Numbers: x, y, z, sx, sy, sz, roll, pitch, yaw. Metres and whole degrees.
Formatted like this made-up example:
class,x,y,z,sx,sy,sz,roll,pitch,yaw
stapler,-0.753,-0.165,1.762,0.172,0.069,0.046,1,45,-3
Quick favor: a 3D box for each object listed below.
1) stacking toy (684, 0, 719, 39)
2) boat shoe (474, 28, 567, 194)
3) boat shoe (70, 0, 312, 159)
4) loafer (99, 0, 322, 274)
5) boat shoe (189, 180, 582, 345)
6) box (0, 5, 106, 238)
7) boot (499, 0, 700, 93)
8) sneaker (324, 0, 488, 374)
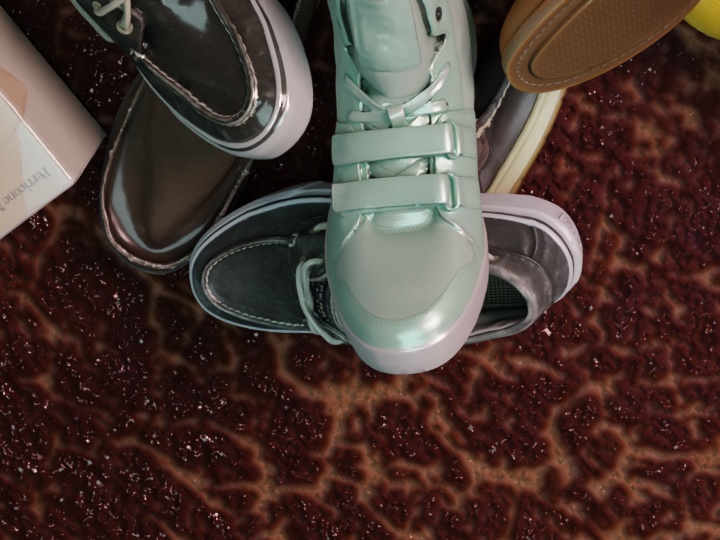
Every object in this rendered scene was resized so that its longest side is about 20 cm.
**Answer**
class,x,y,z,sx,sy,sz,roll,pitch,yaw
stacking toy,0.182,-0.141,0.923,0.200,0.146,0.146,9,112,19
boat shoe,0.042,-0.053,0.983,0.065,0.073,0.200,23,111,-9
boat shoe,-0.099,-0.128,0.924,0.071,0.064,0.200,-48,68,23
loafer,-0.076,-0.083,0.983,0.073,0.071,0.200,23,111,-3
boat shoe,0.000,0.000,0.946,0.200,0.071,0.072,-6,111,28
box,-0.223,-0.105,0.986,0.095,0.078,0.200,-36,103,16
boot,0.100,-0.187,0.893,0.200,0.074,0.155,-47,58,8
sneaker,0.009,-0.063,0.873,0.074,0.201,0.118,-6,149,14
